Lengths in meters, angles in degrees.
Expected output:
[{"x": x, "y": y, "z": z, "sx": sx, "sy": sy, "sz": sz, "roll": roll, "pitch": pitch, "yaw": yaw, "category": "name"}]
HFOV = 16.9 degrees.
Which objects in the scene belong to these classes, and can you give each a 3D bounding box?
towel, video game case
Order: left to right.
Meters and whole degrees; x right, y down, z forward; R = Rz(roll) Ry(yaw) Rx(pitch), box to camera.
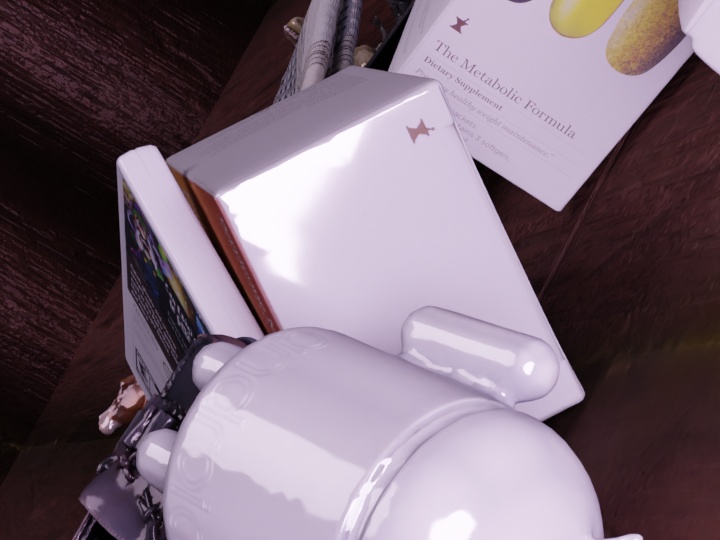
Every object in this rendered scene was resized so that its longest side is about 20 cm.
[{"x": -0.059, "y": 0.069, "z": 1.108, "sx": 0.023, "sy": 0.200, "sz": 0.182, "roll": -23, "pitch": -27, "yaw": -16, "category": "video game case"}, {"x": -0.047, "y": -0.060, "z": 1.428, "sx": 0.200, "sy": 0.034, "sz": 0.193, "roll": -85, "pitch": 17, "yaw": -50, "category": "towel"}]

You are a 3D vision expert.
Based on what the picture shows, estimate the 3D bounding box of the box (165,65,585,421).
[{"x": 0.000, "y": 0.000, "z": 1.088, "sx": 0.106, "sy": 0.153, "sz": 0.200, "roll": -27, "pitch": 10, "yaw": -6, "category": "box"}]

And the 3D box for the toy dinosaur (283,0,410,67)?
[{"x": 0.020, "y": -0.119, "z": 1.475, "sx": 0.200, "sy": 0.047, "sz": 0.088, "roll": 51, "pitch": 141, "yaw": 42, "category": "toy dinosaur"}]

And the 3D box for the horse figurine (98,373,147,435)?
[{"x": -0.108, "y": 0.121, "z": 1.271, "sx": 0.133, "sy": 0.050, "sz": 0.200, "roll": -55, "pitch": 21, "yaw": -11, "category": "horse figurine"}]

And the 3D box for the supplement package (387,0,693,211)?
[{"x": 0.113, "y": -0.150, "z": 1.175, "sx": 0.200, "sy": 0.113, "sz": 0.110, "roll": -53, "pitch": 11, "yaw": 36, "category": "supplement package"}]

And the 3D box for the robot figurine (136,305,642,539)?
[{"x": 0.007, "y": 0.091, "z": 0.884, "sx": 0.200, "sy": 0.113, "sz": 0.170, "roll": 21, "pitch": 78, "yaw": 42, "category": "robot figurine"}]

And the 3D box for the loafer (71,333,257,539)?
[{"x": -0.095, "y": 0.117, "z": 0.993, "sx": 0.072, "sy": 0.063, "sz": 0.201, "roll": 31, "pitch": 101, "yaw": 61, "category": "loafer"}]

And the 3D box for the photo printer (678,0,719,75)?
[{"x": 0.205, "y": -0.181, "z": 0.943, "sx": 0.200, "sy": 0.069, "sz": 0.167, "roll": -53, "pitch": 12, "yaw": 34, "category": "photo printer"}]

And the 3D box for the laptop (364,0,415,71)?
[{"x": 0.098, "y": -0.190, "z": 1.397, "sx": 0.177, "sy": 0.103, "sz": 0.200, "roll": -51, "pitch": 13, "yaw": 37, "category": "laptop"}]
